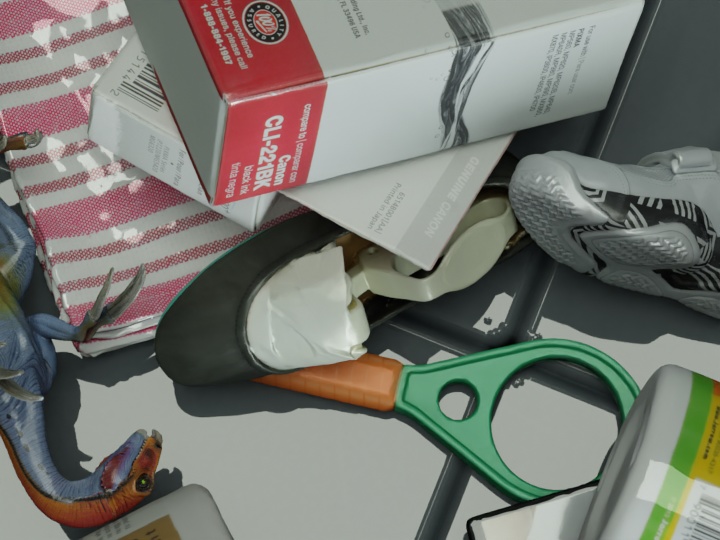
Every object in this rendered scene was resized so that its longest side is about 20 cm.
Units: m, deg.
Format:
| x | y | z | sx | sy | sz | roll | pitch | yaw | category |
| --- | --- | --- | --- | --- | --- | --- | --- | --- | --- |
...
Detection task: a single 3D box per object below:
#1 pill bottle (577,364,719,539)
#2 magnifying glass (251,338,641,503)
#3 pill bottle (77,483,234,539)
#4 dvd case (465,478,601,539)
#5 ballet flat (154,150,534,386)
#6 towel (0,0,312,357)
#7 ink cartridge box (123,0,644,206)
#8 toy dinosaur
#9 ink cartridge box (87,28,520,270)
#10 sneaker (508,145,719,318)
| x | y | z | sx | sy | sz | roll | pitch | yaw | category |
| --- | --- | --- | --- | --- | --- | --- | --- | --- | --- |
| 0.201 | 0.128 | 1.079 | 0.199 | 0.111 | 0.112 | 23 | 78 | 1 | pill bottle |
| 0.038 | 0.060 | 1.175 | 0.198 | 0.022 | 0.080 | 13 | 78 | 2 | magnifying glass |
| -0.133 | 0.187 | 1.098 | 0.199 | 0.114 | 0.115 | -27 | 78 | -5 | pill bottle |
| 0.142 | 0.191 | 1.134 | 0.142 | 0.018 | 0.201 | -16 | 83 | -3 | dvd case |
| 0.000 | 0.000 | 1.143 | 0.199 | 0.068 | 0.068 | -30 | 121 | -15 | ballet flat |
| -0.102 | -0.072 | 1.201 | 0.145 | 0.030 | 0.201 | -20 | 77 | -5 | towel |
| 0.005 | -0.129 | 1.107 | 0.199 | 0.084 | 0.145 | -15 | 61 | -17 | ink cartridge box |
| -0.159 | 0.030 | 1.145 | 0.104 | 0.200 | 0.183 | -13 | 90 | -32 | toy dinosaur |
| -0.003 | -0.100 | 1.164 | 0.175 | 0.045 | 0.201 | 29 | 58 | 8 | ink cartridge box |
| 0.165 | -0.044 | 1.154 | 0.199 | 0.075 | 0.116 | 19 | 72 | -17 | sneaker |
